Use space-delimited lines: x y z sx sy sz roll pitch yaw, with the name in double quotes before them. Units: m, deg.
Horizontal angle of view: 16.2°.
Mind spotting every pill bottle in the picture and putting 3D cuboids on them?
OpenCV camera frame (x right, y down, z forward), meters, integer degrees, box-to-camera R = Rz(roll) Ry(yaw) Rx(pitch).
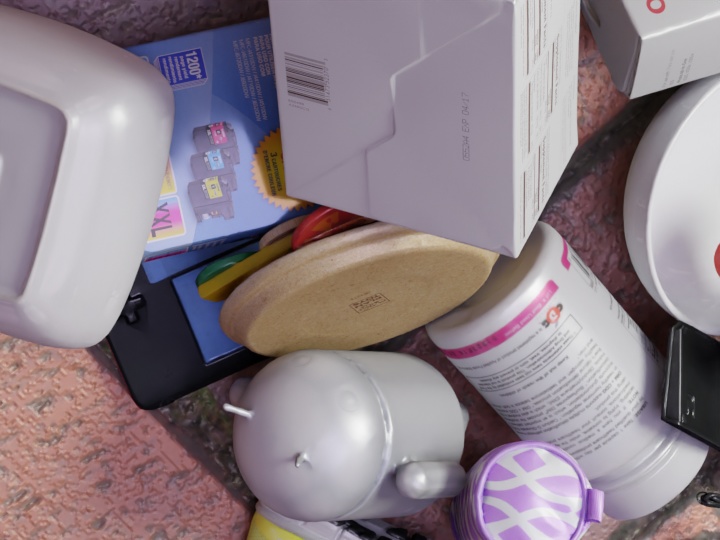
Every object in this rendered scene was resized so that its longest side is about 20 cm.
"pill bottle" 0.146 0.072 1.744 0.113 0.113 0.200 -42 111 -1

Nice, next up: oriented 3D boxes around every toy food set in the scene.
"toy food set" 0.000 0.000 1.642 0.200 0.198 0.049 -28 69 27

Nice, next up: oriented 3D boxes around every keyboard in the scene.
"keyboard" 0.258 0.119 1.762 0.200 0.021 0.127 27 60 -52

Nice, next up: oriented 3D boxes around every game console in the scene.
"game console" -0.091 -0.018 1.705 0.200 0.031 0.177 -24 108 -7

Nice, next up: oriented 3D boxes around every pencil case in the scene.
"pencil case" 0.109 0.159 1.702 0.085 0.200 0.084 -2 83 -4

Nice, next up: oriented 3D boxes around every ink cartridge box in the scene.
"ink cartridge box" 0.243 -0.216 1.676 0.200 0.088 0.146 -17 65 -8
"ink cartridge box" -0.063 -0.092 1.635 0.200 0.076 0.137 -13 91 -9

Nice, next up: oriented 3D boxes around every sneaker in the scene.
"sneaker" 0.005 0.222 1.749 0.200 0.078 0.090 32 107 13

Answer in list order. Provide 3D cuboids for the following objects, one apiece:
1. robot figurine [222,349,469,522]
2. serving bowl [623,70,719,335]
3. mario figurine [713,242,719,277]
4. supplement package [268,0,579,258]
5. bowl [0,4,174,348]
"robot figurine" -0.007 0.110 1.685 0.200 0.169 0.113 5 103 -55
"serving bowl" 0.254 -0.059 1.750 0.200 0.066 0.201 -16 118 -32
"mario figurine" 0.307 0.044 1.711 0.106 0.123 0.200 -19 121 -13
"supplement package" 0.040 -0.131 1.481 0.155 0.111 0.200 16 139 18
"bowl" -0.229 -0.059 1.581 0.200 0.075 0.200 21 103 18
